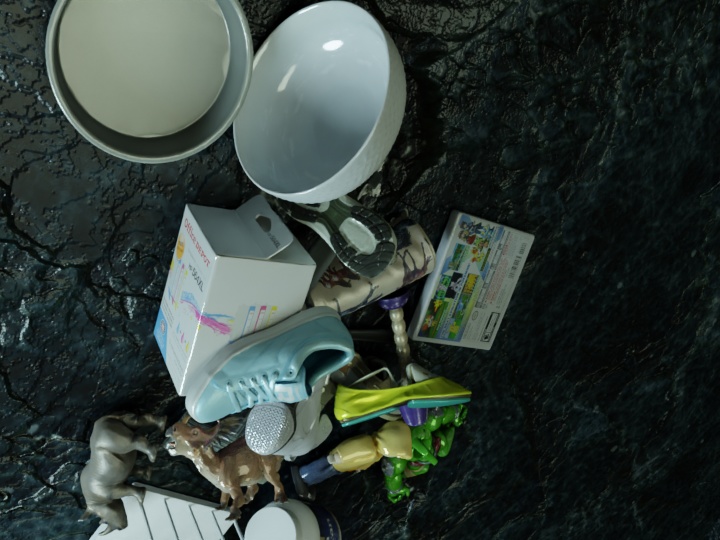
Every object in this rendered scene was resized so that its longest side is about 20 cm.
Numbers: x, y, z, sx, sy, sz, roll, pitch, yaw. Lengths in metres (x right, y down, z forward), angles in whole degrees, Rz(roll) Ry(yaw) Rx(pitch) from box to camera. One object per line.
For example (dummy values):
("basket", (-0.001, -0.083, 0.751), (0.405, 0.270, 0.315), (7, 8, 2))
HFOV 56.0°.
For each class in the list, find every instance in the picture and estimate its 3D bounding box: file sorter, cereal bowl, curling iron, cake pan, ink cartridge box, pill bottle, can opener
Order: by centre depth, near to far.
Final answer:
("cake pan", (-0.202, -0.207, 0.659), (0.196, 0.037, 0.205), (-17, 127, -23))
("cereal bowl", (-0.034, -0.164, 0.700), (0.202, 0.200, 0.083), (-54, 148, 10))
("ink cartridge box", (-0.147, 0.023, 0.785), (0.123, 0.129, 0.204), (4, 116, -34))
("can opener", (-0.032, -0.064, 0.839), (0.066, 0.053, 0.203), (31, 80, -5))
("file sorter", (-0.270, 0.419, 0.967), (0.140, 0.125, 0.199), (-50, 132, 6))
("curling iron", (0.054, 0.090, 1.033), (0.195, 0.025, 0.051), (-1, 111, -32))
("pill bottle", (-0.104, 0.413, 1.041), (0.111, 0.111, 0.200), (-40, 154, -3))

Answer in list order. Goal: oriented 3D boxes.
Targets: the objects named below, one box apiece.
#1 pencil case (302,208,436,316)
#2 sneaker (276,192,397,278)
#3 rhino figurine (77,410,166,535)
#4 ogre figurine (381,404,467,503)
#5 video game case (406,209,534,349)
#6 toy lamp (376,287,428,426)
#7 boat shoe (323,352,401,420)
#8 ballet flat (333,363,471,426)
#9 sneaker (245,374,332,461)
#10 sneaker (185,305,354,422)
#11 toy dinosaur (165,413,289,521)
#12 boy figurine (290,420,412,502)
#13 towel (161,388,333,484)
("pencil case", (0.000, 0.000, 0.902), (0.196, 0.091, 0.078), (-26, 165, -15))
("sneaker", (-0.028, -0.066, 0.780), (0.077, 0.201, 0.088), (-43, 161, 8))
("rhino figurine", (-0.316, 0.266, 0.875), (0.085, 0.060, 0.204), (17, 112, -12))
("ogre figurine", (0.102, 0.297, 1.154), (0.197, 0.099, 0.120), (-32, 144, 4))
("video game case", (0.173, 0.021, 1.051), (0.179, 0.022, 0.205), (11, 105, -38))
("toy lamp", (0.065, 0.130, 0.994), (0.057, 0.058, 0.205), (-19, 106, -21))
("boat shoe", (0.022, 0.172, 1.031), (0.199, 0.074, 0.069), (30, 96, -48))
("ballet flat", (0.057, 0.167, 0.946), (0.194, 0.069, 0.067), (-10, 164, -4))
("sneaker", (-0.077, 0.165, 0.932), (0.203, 0.074, 0.115), (-63, 148, -15))
("sneaker", (-0.094, 0.113, 0.735), (0.197, 0.082, 0.075), (-32, 132, -11))
("toy dinosaur", (-0.160, 0.255, 0.929), (0.198, 0.084, 0.140), (6, 78, -53))
("boy figurine", (-0.007, 0.298, 1.066), (0.196, 0.066, 0.125), (-22, 152, 5))
("towel", (-0.154, 0.207, 0.974), (0.194, 0.034, 0.199), (-51, 131, 2))
